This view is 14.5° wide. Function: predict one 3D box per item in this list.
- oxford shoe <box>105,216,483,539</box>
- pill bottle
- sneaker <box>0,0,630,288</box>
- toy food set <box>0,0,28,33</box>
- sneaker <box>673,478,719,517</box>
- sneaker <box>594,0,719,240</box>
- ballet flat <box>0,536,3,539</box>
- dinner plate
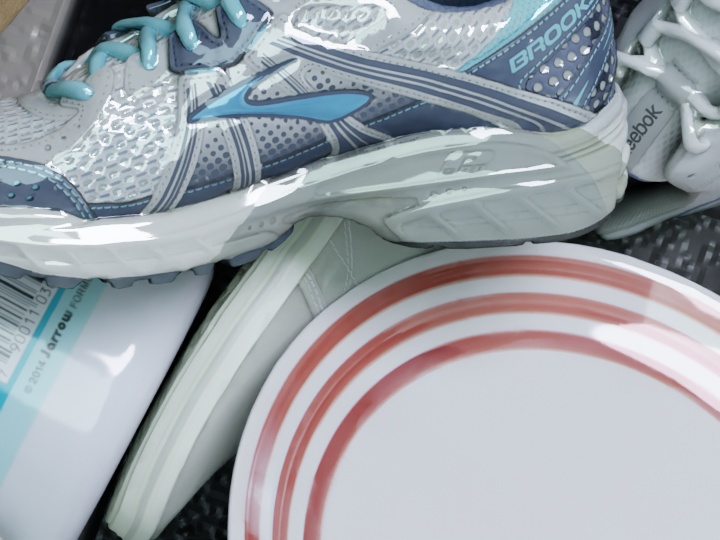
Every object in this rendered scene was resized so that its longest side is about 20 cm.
[{"bbox_3d":[0.000,0.000,0.790,0.058,0.075,0.200,39,68,-4],"label":"oxford shoe"},{"bbox_3d":[-0.148,-0.006,0.777,0.199,0.111,0.111,29,88,-3],"label":"pill bottle"},{"bbox_3d":[-0.029,-0.052,0.712,0.198,0.078,0.087,-7,113,-16],"label":"sneaker"},{"bbox_3d":[-0.101,-0.126,0.688,0.048,0.200,0.199,25,131,10],"label":"toy food set"},{"bbox_3d":[0.067,0.080,0.824,0.198,0.073,0.085,-4,123,-11],"label":"sneaker"},{"bbox_3d":[0.106,-0.061,0.746,0.087,0.200,0.075,-35,73,-20],"label":"sneaker"},{"bbox_3d":[-0.132,0.072,0.725,0.072,0.072,0.200,-43,118,-3],"label":"ballet flat"},{"bbox_3d":[0.059,0.083,0.738,0.199,0.024,0.201,11,56,-16],"label":"dinner plate"}]
